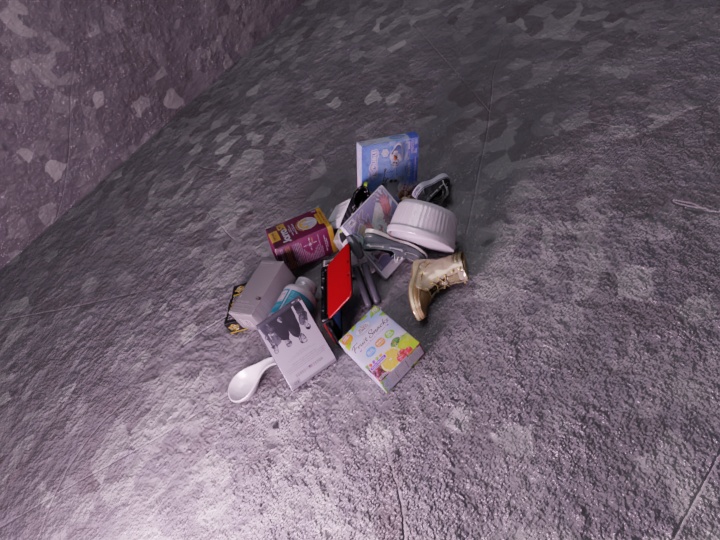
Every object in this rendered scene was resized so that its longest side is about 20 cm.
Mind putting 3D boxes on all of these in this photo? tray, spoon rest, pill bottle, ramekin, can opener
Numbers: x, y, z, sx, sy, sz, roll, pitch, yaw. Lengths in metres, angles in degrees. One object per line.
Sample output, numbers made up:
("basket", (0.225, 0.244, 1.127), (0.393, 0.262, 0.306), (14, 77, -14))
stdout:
("tray", (-0.065, -0.183, 1.843), (0.110, 0.022, 0.199), (-63, 15, -11))
("spoon rest", (-0.284, 0.292, 1.587), (0.196, 0.061, 0.100), (-29, 41, 3))
("pill bottle", (-0.197, 0.119, 1.658), (0.108, 0.112, 0.203), (5, 53, 35))
("ramekin", (0.174, -0.123, 1.562), (0.198, 0.200, 0.097), (14, 86, 39))
("can opener", (0.000, 0.000, 1.599), (0.052, 0.067, 0.206), (-21, 84, 9))

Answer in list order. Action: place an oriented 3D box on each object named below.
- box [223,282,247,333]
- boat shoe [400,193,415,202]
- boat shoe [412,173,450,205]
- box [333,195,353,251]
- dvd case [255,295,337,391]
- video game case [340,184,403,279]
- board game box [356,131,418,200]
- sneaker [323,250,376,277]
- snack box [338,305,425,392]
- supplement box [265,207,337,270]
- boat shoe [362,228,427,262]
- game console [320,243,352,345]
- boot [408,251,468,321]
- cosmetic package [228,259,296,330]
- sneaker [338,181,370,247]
("box", (-0.324, 0.100, 1.805), (0.194, 0.050, 0.163), (-16, 41, 18))
("boat shoe", (0.193, -0.178, 1.732), (0.071, 0.073, 0.201), (-31, 39, -7))
("boat shoe", (0.231, -0.240, 1.733), (0.068, 0.198, 0.074), (44, 121, 15))
("box", (-0.012, -0.148, 1.831), (0.080, 0.069, 0.204), (-1, 50, 31))
("dvd case", (-0.173, 0.195, 1.546), (0.148, 0.025, 0.203), (-32, 82, -1))
("video game case", (0.066, -0.111, 1.666), (0.182, 0.201, 0.023), (-45, 8, -16))
("board game box", (0.084, -0.309, 1.775), (0.193, 0.206, 0.044), (-14, 36, -17))
("sneaker", (-0.020, -0.027, 1.702), (0.195, 0.093, 0.077), (-26, 42, 7))
("snack box", (0.051, 0.197, 1.472), (0.141, 0.054, 0.199), (-41, 41, -11))
("supplement box", (-0.188, -0.097, 1.835), (0.195, 0.105, 0.132), (-24, 40, -11))
("boat shoe", (0.095, -0.052, 1.618), (0.073, 0.194, 0.064), (140, 151, -68))
("game console", (-0.046, 0.066, 1.568), (0.115, 0.175, 0.204), (-17, 42, 13))
("boot", (0.209, 0.037, 1.514), (0.151, 0.074, 0.203), (-12, 39, 21))
("cosmetic package", (-0.288, 0.072, 1.708), (0.104, 0.091, 0.204), (2, 54, 36))
("sneaker", (-0.019, -0.164, 1.704), (0.069, 0.083, 0.207), (15, 84, -1))
